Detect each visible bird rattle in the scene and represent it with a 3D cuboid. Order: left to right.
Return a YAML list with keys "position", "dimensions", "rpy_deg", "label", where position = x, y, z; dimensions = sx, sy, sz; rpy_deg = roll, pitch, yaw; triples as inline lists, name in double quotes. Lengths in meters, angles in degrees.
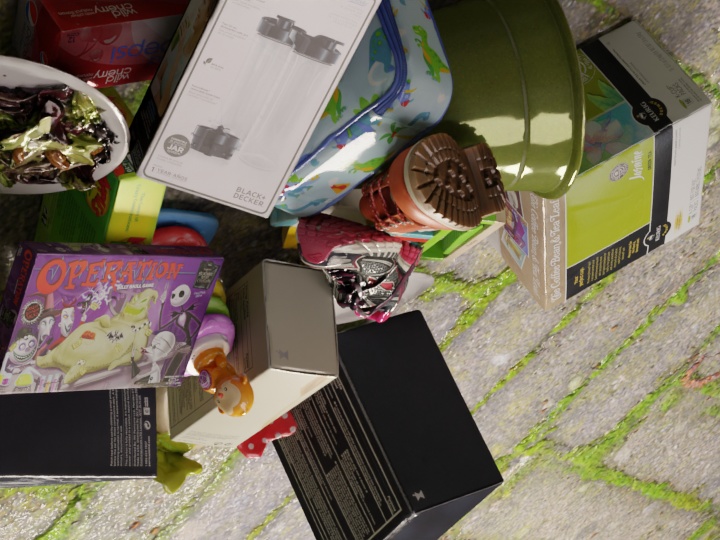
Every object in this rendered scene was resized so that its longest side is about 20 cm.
- position: [-0.145, 0.126, 1.868]
  dimensions: [0.199, 0.113, 0.164]
  rpy_deg: [-18, 128, -32]
  label: "bird rattle"

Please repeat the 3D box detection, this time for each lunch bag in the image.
- position: [-0.029, -0.150, 1.527]
  dimensions: [0.082, 0.162, 0.200]
  rpy_deg: [13, 142, -44]
  label: "lunch bag"

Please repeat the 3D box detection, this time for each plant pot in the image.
- position: [0.066, -0.144, 1.652]
  dimensions: [0.188, 0.201, 0.201]
  rpy_deg: [-11, 143, -16]
  label: "plant pot"

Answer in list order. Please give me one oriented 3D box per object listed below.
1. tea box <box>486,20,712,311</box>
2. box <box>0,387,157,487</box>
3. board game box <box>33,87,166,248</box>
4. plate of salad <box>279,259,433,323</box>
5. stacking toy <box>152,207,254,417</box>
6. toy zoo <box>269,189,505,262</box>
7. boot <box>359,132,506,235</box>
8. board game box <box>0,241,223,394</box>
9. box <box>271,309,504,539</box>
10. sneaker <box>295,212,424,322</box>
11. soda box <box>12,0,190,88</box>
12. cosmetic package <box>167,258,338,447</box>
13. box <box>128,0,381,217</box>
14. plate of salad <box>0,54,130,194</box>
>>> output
- position: [0.223, -0.101, 1.891]
  dimensions: [0.196, 0.134, 0.201]
  rpy_deg: [-29, 148, -14]
  label: "tea box"
- position: [-0.301, 0.127, 1.607]
  dimensions: [0.199, 0.105, 0.181]
  rpy_deg: [-9, 169, 41]
  label: "box"
- position: [-0.215, -0.039, 1.567]
  dimensions: [0.047, 0.102, 0.201]
  rpy_deg: [-15, 143, -33]
  label: "board game box"
- position: [-0.030, 0.017, 1.823]
  dimensions: [0.198, 0.048, 0.200]
  rpy_deg: [-10, 169, -2]
  label: "plate of salad"
- position: [-0.147, 0.050, 1.655]
  dimensions: [0.109, 0.200, 0.116]
  rpy_deg: [3, 133, -45]
  label: "stacking toy"
- position: [0.014, -0.042, 1.725]
  dimensions: [0.198, 0.021, 0.131]
  rpy_deg: [5, 163, -19]
  label: "toy zoo"
- position: [0.042, -0.057, 1.515]
  dimensions: [0.106, 0.076, 0.200]
  rpy_deg: [-15, 176, 16]
  label: "boot"
- position: [-0.202, 0.037, 1.522]
  dimensions: [0.199, 0.032, 0.121]
  rpy_deg: [0, 111, -49]
  label: "board game box"
- position: [0.020, 0.180, 1.953]
  dimensions: [0.123, 0.201, 0.199]
  rpy_deg: [-16, 160, -31]
  label: "box"
- position: [0.000, 0.000, 1.619]
  dimensions: [0.200, 0.080, 0.075]
  rpy_deg: [21, 87, -68]
  label: "sneaker"
- position: [-0.158, -0.188, 1.455]
  dimensions: [0.199, 0.070, 0.064]
  rpy_deg: [-13, 142, -34]
  label: "soda box"
- position: [-0.099, 0.077, 1.714]
  dimensions: [0.071, 0.106, 0.200]
  rpy_deg: [9, 155, -29]
  label: "cosmetic package"
- position: [-0.080, -0.149, 1.423]
  dimensions: [0.116, 0.060, 0.201]
  rpy_deg: [16, 117, -25]
  label: "box"
- position: [-0.269, -0.096, 1.412]
  dimensions: [0.198, 0.048, 0.200]
  rpy_deg: [1, 152, 1]
  label: "plate of salad"
